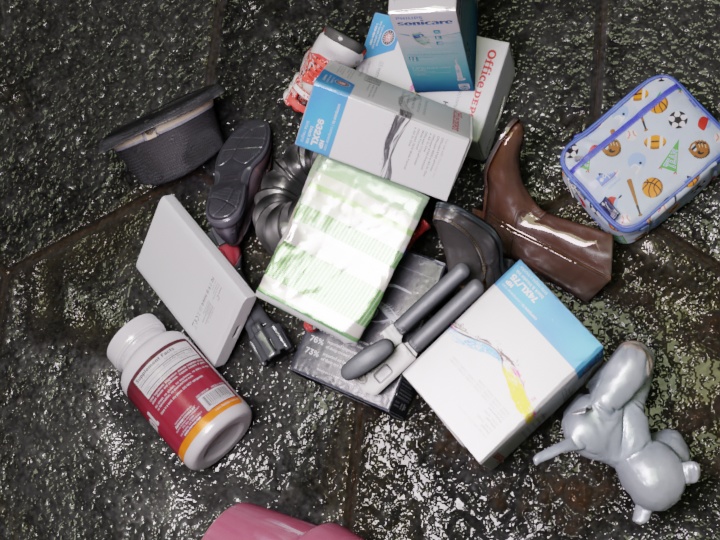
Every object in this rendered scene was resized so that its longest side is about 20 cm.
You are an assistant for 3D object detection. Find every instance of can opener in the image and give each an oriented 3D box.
[{"bbox_3d":[0.064,0.073,1.273,0.199,0.066,0.053,-42,83,4],"label":"can opener"}]

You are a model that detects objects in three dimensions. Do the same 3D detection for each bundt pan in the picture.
[{"bbox_3d":[-0.068,-0.100,1.399,0.200,0.075,0.205,-30,41,30],"label":"bundt pan"}]

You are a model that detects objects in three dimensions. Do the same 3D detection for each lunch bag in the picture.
[{"bbox_3d":[0.356,-0.143,1.363,0.199,0.076,0.161,-37,70,2],"label":"lunch bag"}]

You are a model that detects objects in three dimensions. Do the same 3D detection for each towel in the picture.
[{"bbox_3d":[-0.024,-0.029,1.295,0.151,0.023,0.203,26,90,12],"label":"towel"}]

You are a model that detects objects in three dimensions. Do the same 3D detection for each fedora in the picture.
[{"bbox_3d":[-0.264,-0.182,1.501,0.197,0.201,0.093,-23,107,8],"label":"fedora"}]

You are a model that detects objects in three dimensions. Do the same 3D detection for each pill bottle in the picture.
[{"bbox_3d":[-0.245,0.157,1.420,0.113,0.113,0.200,-46,71,0],"label":"pill bottle"}]

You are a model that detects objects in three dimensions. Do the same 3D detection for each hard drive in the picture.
[{"bbox_3d":[-0.226,0.014,1.447,0.200,0.026,0.133,48,129,24],"label":"hard drive"}]

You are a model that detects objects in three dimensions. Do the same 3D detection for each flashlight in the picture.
[{"bbox_3d":[-0.158,0.036,1.455,0.067,0.068,0.202,-22,73,-36],"label":"flashlight"}]

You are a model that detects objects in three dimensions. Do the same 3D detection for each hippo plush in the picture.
[{"bbox_3d":[0.326,0.189,1.242,0.160,0.200,0.160,40,110,11],"label":"hippo plush"}]

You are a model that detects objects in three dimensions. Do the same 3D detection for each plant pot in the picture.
[{"bbox_3d":[-0.102,0.382,1.303,0.177,0.200,0.203,24,83,33],"label":"plant pot"}]

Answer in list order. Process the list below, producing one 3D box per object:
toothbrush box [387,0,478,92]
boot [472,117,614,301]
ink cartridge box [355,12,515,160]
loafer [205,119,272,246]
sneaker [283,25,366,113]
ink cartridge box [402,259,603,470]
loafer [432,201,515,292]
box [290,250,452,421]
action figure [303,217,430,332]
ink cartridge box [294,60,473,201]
[{"bbox_3d":[0.094,-0.331,1.316,0.083,0.200,0.150,1,74,12],"label":"toothbrush box"},{"bbox_3d":[0.246,-0.074,1.348,0.198,0.064,0.189,28,125,21],"label":"boot"},{"bbox_3d":[0.096,-0.249,1.444,0.196,0.085,0.147,16,81,15],"label":"ink cartridge box"},{"bbox_3d":[-0.165,-0.122,1.477,0.070,0.064,0.202,1,49,17],"label":"loafer"},{"bbox_3d":[-0.051,-0.261,1.434,0.066,0.201,0.109,28,91,-13],"label":"sneaker"},{"bbox_3d":[0.178,0.121,1.306,0.200,0.147,0.146,-43,72,0],"label":"ink cartridge box"},{"bbox_3d":[0.138,-0.012,1.318,0.072,0.200,0.073,19,71,41],"label":"loafer"},{"bbox_3d":[0.020,0.069,1.379,0.146,0.104,0.203,21,83,18],"label":"box"},{"bbox_3d":[0.000,0.000,1.322,0.065,0.052,0.200,42,92,17],"label":"action figure"},{"bbox_3d":[0.033,-0.174,1.309,0.197,0.145,0.085,20,111,-1],"label":"ink cartridge box"}]
